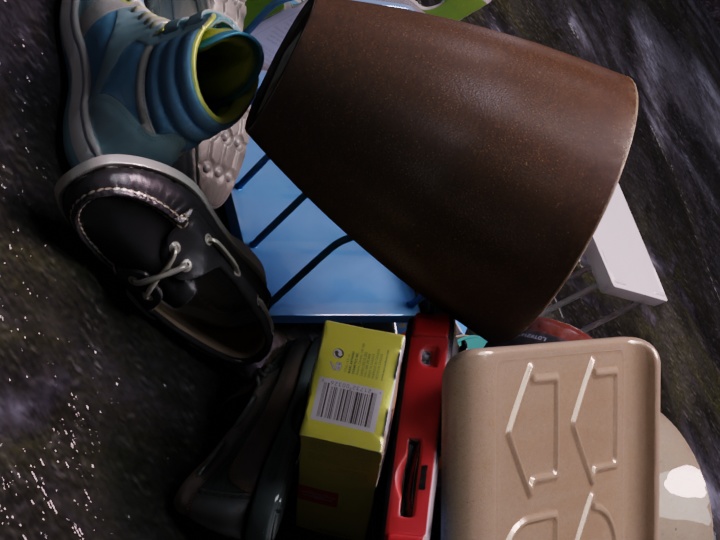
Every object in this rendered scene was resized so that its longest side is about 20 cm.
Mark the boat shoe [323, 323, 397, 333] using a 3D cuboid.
[{"bbox_3d":[0.000,0.000,1.360,0.073,0.062,0.201,9,58,-66],"label":"boat shoe"}]

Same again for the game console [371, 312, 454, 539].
[{"bbox_3d":[0.026,0.143,1.114,0.177,0.031,0.201,98,1,-55],"label":"game console"}]

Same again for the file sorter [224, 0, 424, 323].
[{"bbox_3d":[-0.012,-0.078,1.267,0.138,0.123,0.201,1,64,-35],"label":"file sorter"}]

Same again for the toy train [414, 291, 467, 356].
[{"bbox_3d":[0.054,0.027,1.333,0.034,0.046,0.201,7,50,-17],"label":"toy train"}]

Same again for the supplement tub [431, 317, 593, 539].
[{"bbox_3d":[0.098,0.135,1.211,0.107,0.107,0.200,52,51,-28],"label":"supplement tub"}]

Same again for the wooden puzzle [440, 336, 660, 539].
[{"bbox_3d":[0.112,0.137,1.111,0.199,0.046,0.186,-1,91,-47],"label":"wooden puzzle"}]

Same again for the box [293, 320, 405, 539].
[{"bbox_3d":[-0.009,0.102,1.076,0.200,0.050,0.076,99,3,-68],"label":"box"}]

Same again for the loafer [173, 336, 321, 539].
[{"bbox_3d":[-0.064,0.093,1.103,0.200,0.063,0.072,-74,176,-63],"label":"loafer"}]

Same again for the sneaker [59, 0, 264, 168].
[{"bbox_3d":[-0.121,-0.142,1.143,0.080,0.130,0.201,41,30,-44],"label":"sneaker"}]

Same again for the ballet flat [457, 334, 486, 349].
[{"bbox_3d":[0.056,0.107,1.362,0.070,0.069,0.200,60,24,-9],"label":"ballet flat"}]

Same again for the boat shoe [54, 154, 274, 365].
[{"bbox_3d":[-0.113,-0.002,1.089,0.200,0.074,0.061,49,19,-54],"label":"boat shoe"}]

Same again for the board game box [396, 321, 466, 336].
[{"bbox_3d":[0.032,-0.053,1.506,0.201,0.056,0.196,59,21,-13],"label":"board game box"}]

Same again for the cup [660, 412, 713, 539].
[{"bbox_3d":[0.138,0.193,1.332,0.143,0.200,0.201,1,60,-35],"label":"cup"}]

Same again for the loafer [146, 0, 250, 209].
[{"bbox_3d":[-0.118,-0.136,1.236,0.070,0.069,0.201,26,60,-55],"label":"loafer"}]

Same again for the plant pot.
[{"bbox_3d":[0.037,-0.081,1.110,0.199,0.187,0.187,26,32,-12],"label":"plant pot"}]

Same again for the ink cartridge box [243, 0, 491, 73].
[{"bbox_3d":[-0.025,-0.203,1.342,0.148,0.199,0.076,23,44,-60],"label":"ink cartridge box"}]

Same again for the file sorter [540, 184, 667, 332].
[{"bbox_3d":[0.147,-0.046,1.516,0.139,0.124,0.201,13,54,-63],"label":"file sorter"}]
